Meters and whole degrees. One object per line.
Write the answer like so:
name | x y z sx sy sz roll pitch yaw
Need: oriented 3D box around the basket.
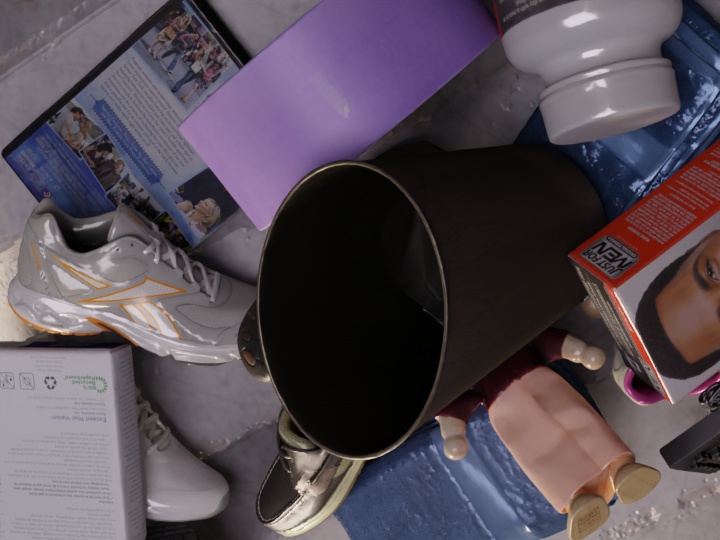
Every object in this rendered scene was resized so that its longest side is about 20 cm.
basket | 0.052 0.000 1.125 0.135 0.199 0.182 26 119 30

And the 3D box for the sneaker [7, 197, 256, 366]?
sneaker | -0.145 0.003 1.298 0.198 0.076 0.093 9 117 -4

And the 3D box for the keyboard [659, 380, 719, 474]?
keyboard | 0.276 0.071 1.191 0.200 0.127 0.021 -40 55 24

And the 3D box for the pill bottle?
pill bottle | 0.130 -0.183 1.114 0.110 0.111 0.202 -15 83 21

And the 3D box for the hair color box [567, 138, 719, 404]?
hair color box | 0.234 -0.023 1.130 0.199 0.061 0.102 -37 122 -6

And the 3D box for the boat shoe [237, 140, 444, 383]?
boat shoe | 0.000 0.000 1.275 0.200 0.074 0.076 -47 50 10

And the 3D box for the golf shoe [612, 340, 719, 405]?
golf shoe | 0.252 0.037 1.196 0.199 0.092 0.076 -27 98 22

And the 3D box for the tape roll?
tape roll | -0.012 -0.119 1.163 0.200 0.200 0.085 -37 96 25

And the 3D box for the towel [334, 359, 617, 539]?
towel | 0.083 0.148 1.302 0.199 0.049 0.112 -30 96 23

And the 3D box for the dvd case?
dvd case | -0.145 -0.085 1.316 0.199 0.018 0.143 -37 95 26

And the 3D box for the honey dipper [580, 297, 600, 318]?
honey dipper | 0.211 -0.039 1.216 0.038 0.038 0.200 42 119 0

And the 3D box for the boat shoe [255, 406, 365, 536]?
boat shoe | -0.027 0.108 1.266 0.066 0.072 0.201 15 134 -29

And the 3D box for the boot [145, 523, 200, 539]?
boot | -0.169 0.251 1.411 0.199 0.070 0.132 4 137 41

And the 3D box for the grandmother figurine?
grandmother figurine | 0.101 0.081 1.214 0.200 0.121 0.061 54 164 32

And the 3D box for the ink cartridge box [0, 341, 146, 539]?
ink cartridge box | -0.251 0.151 1.349 0.198 0.041 0.202 1 98 21

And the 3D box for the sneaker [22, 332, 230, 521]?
sneaker | -0.182 0.118 1.371 0.199 0.070 0.081 27 112 7

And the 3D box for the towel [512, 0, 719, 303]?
towel | 0.163 -0.083 1.193 0.112 0.048 0.201 45 117 18
